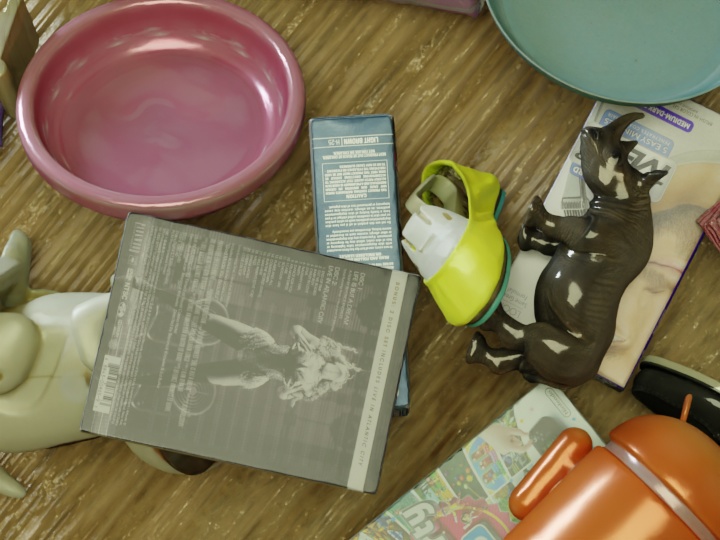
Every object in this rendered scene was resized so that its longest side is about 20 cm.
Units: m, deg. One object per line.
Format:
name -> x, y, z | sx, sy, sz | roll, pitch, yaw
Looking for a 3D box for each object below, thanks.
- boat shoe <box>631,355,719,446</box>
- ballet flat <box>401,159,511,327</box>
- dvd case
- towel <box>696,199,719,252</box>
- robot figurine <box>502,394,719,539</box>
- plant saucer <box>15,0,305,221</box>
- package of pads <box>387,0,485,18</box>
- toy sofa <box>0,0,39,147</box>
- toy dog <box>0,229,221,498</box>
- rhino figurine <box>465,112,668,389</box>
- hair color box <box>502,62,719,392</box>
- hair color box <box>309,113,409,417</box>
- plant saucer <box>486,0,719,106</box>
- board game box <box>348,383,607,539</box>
boat shoe -> 0.264, 0.132, 1.588 | 0.201, 0.074, 0.063 | 37, 80, 3
ballet flat -> 0.060, -0.024, 1.565 | 0.067, 0.200, 0.067 | 33, 111, -10
dvd case -> -0.071, 0.054, 1.540 | 0.199, 0.016, 0.149 | 12, 83, -2
towel -> 0.345, -0.044, 1.599 | 0.200, 0.023, 0.144 | -42, 104, -6
robot figurine -> 0.171, 0.176, 1.509 | 0.200, 0.144, 0.117 | -45, 111, -3
plant saucer -> -0.137, -0.106, 1.623 | 0.200, 0.051, 0.201 | -1, 52, 1
package of pads -> -0.001, -0.255, 1.651 | 0.199, 0.076, 0.121 | 10, 83, 5
toy sofa -> -0.335, -0.157, 1.655 | 0.199, 0.083, 0.098 | 14, 72, 6
toy dog -> -0.174, 0.076, 1.599 | 0.199, 0.140, 0.195 | 14, 91, 5
rhino figurine -> 0.148, -0.014, 1.559 | 0.087, 0.060, 0.201 | 24, 84, 4
hair color box -> 0.179, -0.029, 1.619 | 0.109, 0.065, 0.200 | 27, 88, 6
hair color box -> 0.000, 0.000, 1.610 | 0.060, 0.100, 0.201 | -3, 84, 1
plant saucer -> 0.179, -0.188, 1.617 | 0.199, 0.027, 0.201 | 4, 57, -6
board game box -> 0.099, 0.193, 1.601 | 0.200, 0.064, 0.148 | -40, 81, 0
